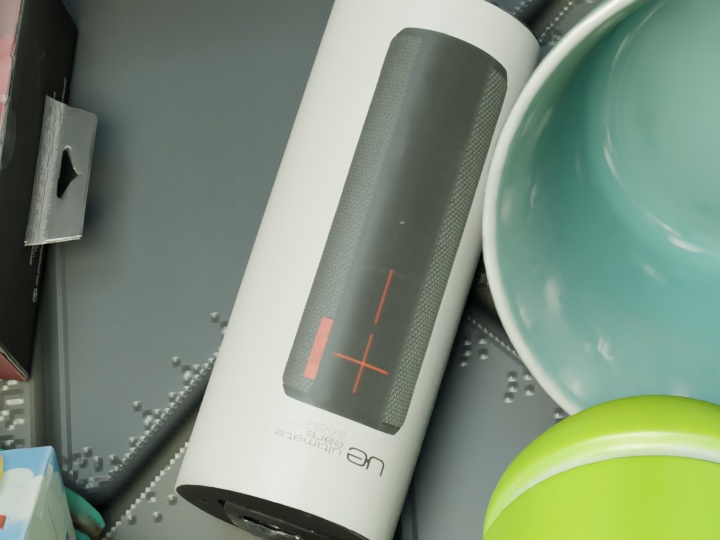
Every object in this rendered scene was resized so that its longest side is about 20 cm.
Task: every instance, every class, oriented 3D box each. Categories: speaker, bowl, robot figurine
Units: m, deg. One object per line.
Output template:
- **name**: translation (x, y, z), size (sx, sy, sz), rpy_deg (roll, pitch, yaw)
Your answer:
- **speaker**: translation (0.000, 0.000, 0.906), size (0.081, 0.081, 0.200), rpy_deg (15, 75, 13)
- **bowl**: translation (0.142, -0.037, 0.855), size (0.201, 0.201, 0.105), rpy_deg (-5, 30, 7)
- **robot figurine**: translation (0.090, 0.122, 0.775), size (0.175, 0.116, 0.200), rpy_deg (-26, 34, 28)

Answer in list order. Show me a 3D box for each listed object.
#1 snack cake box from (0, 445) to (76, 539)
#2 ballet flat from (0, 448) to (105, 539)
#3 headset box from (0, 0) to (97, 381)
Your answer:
- **snack cake box**: translation (-0.193, 0.136, 0.868), size (0.200, 0.067, 0.115), rpy_deg (-7, 116, 6)
- **ballet flat**: translation (-0.193, 0.077, 0.919), size (0.200, 0.067, 0.070), rpy_deg (-6, 57, 4)
- **headset box**: translation (-0.200, -0.042, 0.951), size (0.200, 0.077, 0.149), rpy_deg (2, 72, 8)
